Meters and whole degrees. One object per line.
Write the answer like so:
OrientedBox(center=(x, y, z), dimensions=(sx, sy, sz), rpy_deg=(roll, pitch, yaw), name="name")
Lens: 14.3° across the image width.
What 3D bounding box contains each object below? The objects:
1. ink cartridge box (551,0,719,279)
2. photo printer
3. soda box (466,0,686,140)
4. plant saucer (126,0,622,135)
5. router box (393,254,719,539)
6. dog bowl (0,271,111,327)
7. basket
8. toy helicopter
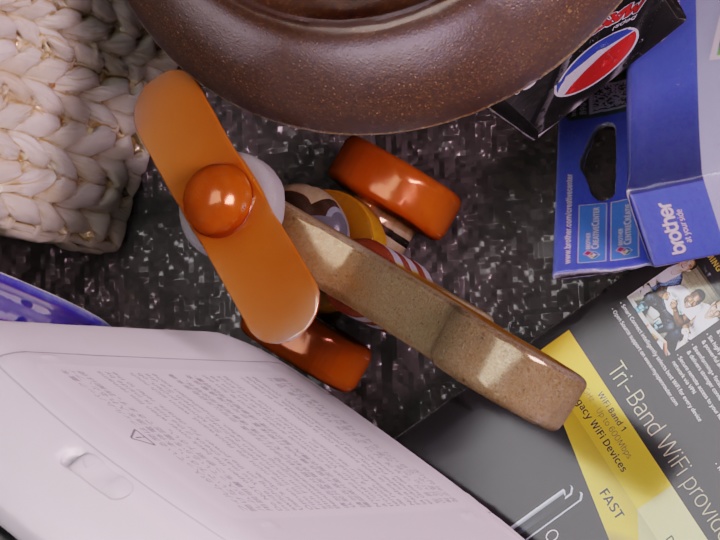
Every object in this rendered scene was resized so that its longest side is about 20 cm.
OrientedBox(center=(0.154, -0.064, 0.927), dimensions=(0.199, 0.042, 0.120), rpy_deg=(-13, 40, 17), name="ink cartridge box")
OrientedBox(center=(-0.048, 0.079, 0.858), dimensions=(0.166, 0.200, 0.070), rpy_deg=(34, 103, 25), name="photo printer")
OrientedBox(center=(0.019, -0.143, 0.939), dimensions=(0.071, 0.063, 0.200), rpy_deg=(-38, 72, 8), name="soda box")
OrientedBox(center=(0.003, -0.144, 0.895), dimensions=(0.199, 0.032, 0.201), rpy_deg=(-4, 77, 17), name="plant saucer")
OrientedBox(center=(0.114, 0.104, 0.929), dimensions=(0.157, 0.052, 0.201), rpy_deg=(-35, 71, 8), name="router box")
OrientedBox(center=(-0.186, 0.026, 0.963), dimensions=(0.199, 0.200, 0.079), rpy_deg=(15, 82, 20), name="dog bowl")
OrientedBox(center=(-0.154, -0.081, 0.979), dimensions=(0.135, 0.200, 0.124), rpy_deg=(12, 89, 20), name="basket")
OrientedBox(center=(0.000, 0.000, 0.912), dimensions=(0.079, 0.132, 0.200), rpy_deg=(-58, 36, 0), name="toy helicopter")
